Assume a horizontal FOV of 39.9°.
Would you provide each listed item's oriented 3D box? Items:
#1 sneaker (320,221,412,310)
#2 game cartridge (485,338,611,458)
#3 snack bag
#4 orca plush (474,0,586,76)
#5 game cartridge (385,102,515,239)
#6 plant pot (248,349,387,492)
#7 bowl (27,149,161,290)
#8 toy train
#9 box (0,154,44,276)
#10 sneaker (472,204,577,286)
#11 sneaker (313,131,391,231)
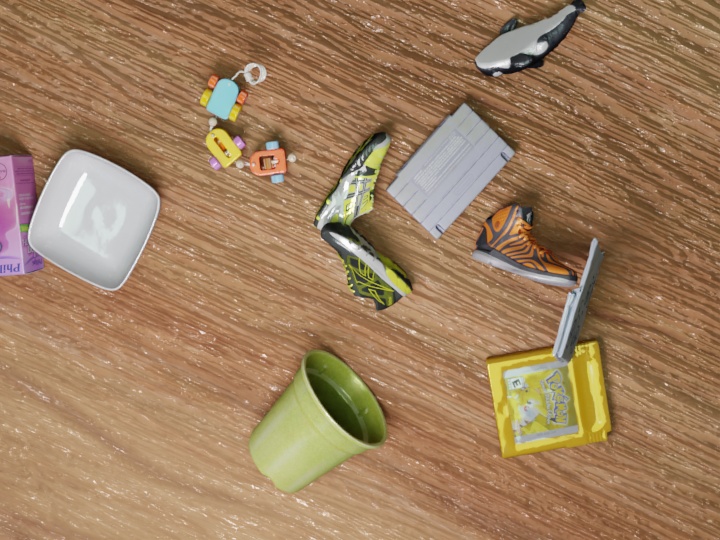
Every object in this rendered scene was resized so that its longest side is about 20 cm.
[{"bbox_3d":[0.000,0.000,1.673,0.199,0.075,0.085,39,105,-23],"label":"sneaker"},{"bbox_3d":[0.327,0.223,1.722,0.196,0.032,0.180,-11,96,5],"label":"game cartridge"},{"bbox_3d":[0.354,0.051,1.613,0.021,0.188,0.203,17,88,18],"label":"snack bag"},{"bbox_3d":[0.289,-0.376,1.656,0.199,0.071,0.106,-40,48,2],"label":"orca plush"},{"bbox_3d":[0.151,-0.170,1.689,0.130,0.038,0.200,43,97,2],"label":"game cartridge"},{"bbox_3d":[-0.085,0.271,1.684,0.184,0.200,0.201,-43,93,18],"label":"plant pot"},{"bbox_3d":[-0.450,-0.090,1.710,0.197,0.075,0.202,28,98,0],"label":"bowl"},{"bbox_3d":[-0.193,-0.244,1.691,0.147,0.056,0.204,-12,99,3],"label":"toy train"},{"bbox_3d":[-0.654,-0.091,1.709,0.172,0.097,0.204,-4,97,3],"label":"box"},{"bbox_3d":[0.278,-0.047,1.640,0.198,0.077,0.114,21,93,34],"label":"sneaker"},{"bbox_3d":[-0.001,-0.143,1.686,0.076,0.076,0.201,32,107,-8],"label":"sneaker"}]
